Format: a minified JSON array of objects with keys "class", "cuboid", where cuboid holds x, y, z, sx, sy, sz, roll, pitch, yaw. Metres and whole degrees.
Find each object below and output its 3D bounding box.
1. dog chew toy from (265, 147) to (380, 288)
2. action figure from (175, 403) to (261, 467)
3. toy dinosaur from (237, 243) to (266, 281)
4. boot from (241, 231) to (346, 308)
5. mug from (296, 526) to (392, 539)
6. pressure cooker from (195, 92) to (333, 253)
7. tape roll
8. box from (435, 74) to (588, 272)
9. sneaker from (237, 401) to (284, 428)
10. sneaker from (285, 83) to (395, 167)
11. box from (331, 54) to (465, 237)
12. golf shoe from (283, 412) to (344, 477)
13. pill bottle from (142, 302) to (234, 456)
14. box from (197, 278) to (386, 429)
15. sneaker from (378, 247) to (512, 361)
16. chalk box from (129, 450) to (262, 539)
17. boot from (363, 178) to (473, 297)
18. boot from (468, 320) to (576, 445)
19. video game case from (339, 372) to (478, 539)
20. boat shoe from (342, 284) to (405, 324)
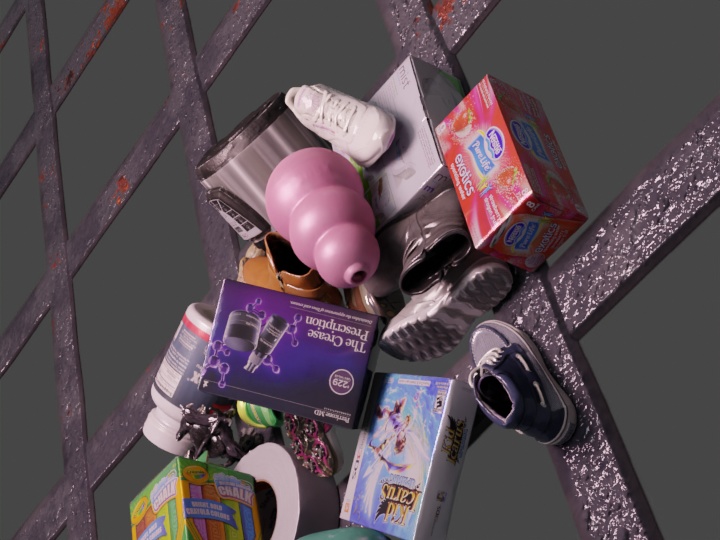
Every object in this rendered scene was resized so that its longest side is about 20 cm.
[{"class":"dog chew toy","cuboid":[-0.038,-0.057,1.610,0.125,0.124,0.201,-53,42,23]},{"class":"action figure","cuboid":[-0.207,0.236,1.850,0.102,0.118,0.201,-55,-3,-47]},{"class":"toy dinosaur","cuboid":[-0.162,-0.007,2.001,0.202,0.058,0.101,-65,18,-6]},{"class":"boot","cuboid":[-0.103,0.004,1.744,0.077,0.156,0.200,-44,54,-11]},{"class":"mug","cuboid":[0.001,0.374,1.495,0.114,0.185,0.153,-22,32,45]},{"class":"pressure cooker","cuboid":[-0.106,-0.119,1.840,0.178,0.200,0.176,-34,15,29]},{"class":"tape roll","cuboid":[-0.111,0.329,1.733,0.199,0.066,0.203,-29,52,45]},{"class":"box","cuboid":[0.169,-0.112,1.526,0.100,0.095,0.202,-45,41,31]},{"class":"sneaker","cuboid":[-0.098,0.123,1.829,0.083,0.074,0.202,16,82,30]},{"class":"sneaker","cuboid":[-0.030,-0.185,1.675,0.200,0.099,0.076,29,95,56]},{"class":"box","cuboid":[0.061,-0.135,1.692,0.176,0.096,0.202,-45,41,32]},{"class":"golf shoe","cuboid":[-0.058,0.171,1.717,0.073,0.091,0.201,-56,49,41]},{"class":"pill bottle","cuboid":[-0.235,0.161,1.945,0.120,0.119,0.202,40,108,55]},{"class":"box","cuboid":[-0.082,0.102,1.629,0.079,0.197,0.143,21,-98,-80]},{"class":"sneaker","cuboid":[0.101,0.036,1.587,0.199,0.074,0.083,-37,34,28]},{"class":"chalk box","cuboid":[-0.210,0.324,1.706,0.125,0.123,0.201,-46,41,31]},{"class":"boot","cuboid":[0.058,-0.013,1.564,0.200,0.069,0.132,-49,15,33]},{"class":"boot","cuboid":[0.151,0.108,1.445,0.073,0.090,0.200,-60,35,14]},{"class":"video game case","cuboid":[0.054,0.213,1.542,0.199,0.045,0.184,-5,70,65]},{"class":"boat shoe","cuboid":[0.000,0.000,1.734,0.072,0.075,0.202,-45,39,35]}]
